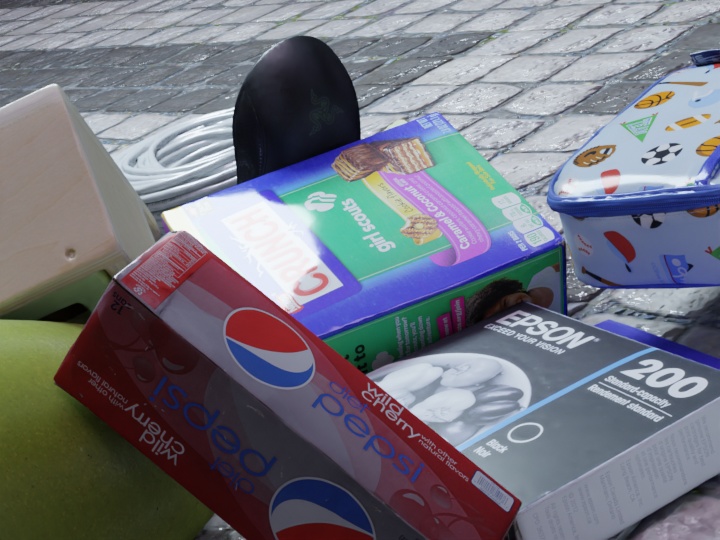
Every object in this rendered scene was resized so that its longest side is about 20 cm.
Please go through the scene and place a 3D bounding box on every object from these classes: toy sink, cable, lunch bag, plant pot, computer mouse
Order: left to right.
[{"bbox_3d":[-0.156,0.100,0.766,0.186,0.189,0.199,2,12,38],"label":"plant pot"},{"bbox_3d":[-0.176,0.011,0.878,0.129,0.113,0.200,-24,-22,-1],"label":"toy sink"},{"bbox_3d":[-0.123,-0.081,1.334,0.198,0.070,0.200,-6,23,26],"label":"cable"},{"bbox_3d":[-0.034,-0.059,1.059,0.138,0.202,0.053,-24,43,-27],"label":"computer mouse"},{"bbox_3d":[0.212,-0.066,0.905,0.159,0.076,0.200,-5,28,44],"label":"lunch bag"}]

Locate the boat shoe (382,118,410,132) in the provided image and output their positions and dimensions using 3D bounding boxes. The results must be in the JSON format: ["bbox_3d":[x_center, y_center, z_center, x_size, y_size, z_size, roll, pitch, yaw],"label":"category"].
[{"bbox_3d":[0.041,-0.055,1.159,0.066,0.072,0.201,-30,26,-4],"label":"boat shoe"}]

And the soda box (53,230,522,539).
[{"bbox_3d":[-0.032,0.075,0.692,0.070,0.199,0.063,-53,-4,34],"label":"soda box"}]

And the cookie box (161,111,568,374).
[{"bbox_3d":[0.000,0.000,0.966,0.198,0.076,0.171,-21,39,-15],"label":"cookie box"}]

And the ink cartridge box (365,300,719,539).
[{"bbox_3d":[0.108,0.068,0.823,0.198,0.044,0.198,-23,21,-24],"label":"ink cartridge box"}]
